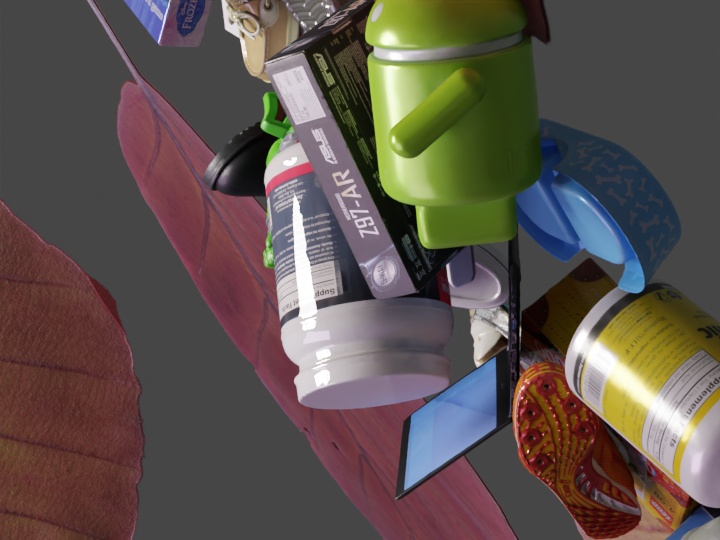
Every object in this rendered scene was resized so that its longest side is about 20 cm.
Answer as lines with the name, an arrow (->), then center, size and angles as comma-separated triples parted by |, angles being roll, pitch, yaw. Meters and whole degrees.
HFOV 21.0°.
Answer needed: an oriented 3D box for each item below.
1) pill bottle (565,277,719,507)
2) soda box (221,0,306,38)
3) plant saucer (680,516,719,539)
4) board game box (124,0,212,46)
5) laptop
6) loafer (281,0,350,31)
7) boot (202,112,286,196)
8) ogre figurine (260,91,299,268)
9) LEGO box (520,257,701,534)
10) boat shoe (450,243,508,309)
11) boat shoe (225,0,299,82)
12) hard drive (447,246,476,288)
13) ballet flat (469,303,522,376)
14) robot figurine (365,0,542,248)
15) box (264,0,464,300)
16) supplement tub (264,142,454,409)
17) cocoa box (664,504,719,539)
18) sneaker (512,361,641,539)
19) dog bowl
pill bottle -> 0.250, 0.101, 1.407 | 0.200, 0.111, 0.111 | 43, 166, 38
soda box -> -0.050, -0.219, 1.672 | 0.200, 0.063, 0.068 | 36, 138, 52
plant saucer -> 0.330, 0.211, 1.402 | 0.200, 0.199, 0.050 | 35, 116, 55
board game box -> -0.161, -0.316, 1.562 | 0.200, 0.041, 0.200 | 50, 131, 42
laptop -> 0.082, 0.065, 1.622 | 0.177, 0.103, 0.201 | -80, -11, -72
loafer -> -0.005, -0.207, 1.546 | 0.075, 0.070, 0.201 | 2, 127, 60
boot -> -0.029, -0.070, 1.830 | 0.168, 0.200, 0.077 | 49, 132, 17
ogre figurine -> -0.037, -0.107, 1.694 | 0.201, 0.098, 0.120 | 100, 164, -45
LEGO box -> 0.225, 0.106, 1.609 | 0.200, 0.077, 0.149 | 48, 168, 20
boat shoe -> 0.047, -0.006, 1.770 | 0.199, 0.074, 0.065 | 17, -158, -5
boat shoe -> -0.093, -0.250, 1.594 | 0.073, 0.063, 0.202 | 35, 132, 52
hard drive -> 0.040, -0.092, 1.701 | 0.200, 0.026, 0.132 | -128, 22, -47
ballet flat -> 0.149, 0.083, 1.861 | 0.200, 0.072, 0.072 | 43, 166, 38
robot figurine -> 0.065, -0.120, 1.353 | 0.176, 0.115, 0.201 | -77, -19, -73
box -> 0.027, -0.103, 1.467 | 0.043, 0.160, 0.201 | -12, 111, 41
supplement tub -> 0.000, 0.000, 1.559 | 0.140, 0.139, 0.201 | 100, 163, -75
cocoa box -> 0.317, 0.277, 1.637 | 0.133, 0.131, 0.200 | 47, 168, 20
sneaker -> 0.165, 0.136, 1.549 | 0.077, 0.073, 0.200 | -102, -12, -47
dog bowl -> 0.163, -0.053, 1.429 | 0.112, 0.050, 0.200 | 57, 168, -26
